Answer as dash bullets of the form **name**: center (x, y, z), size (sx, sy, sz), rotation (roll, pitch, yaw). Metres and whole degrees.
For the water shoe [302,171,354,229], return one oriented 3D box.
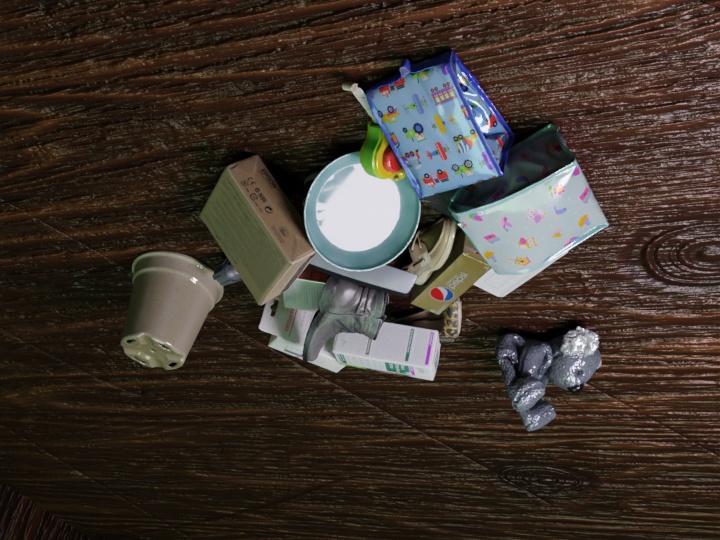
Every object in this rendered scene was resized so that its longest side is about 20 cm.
- **water shoe**: center (-0.020, -0.089, 1.511), size (0.199, 0.080, 0.071), rotation (30, 143, -24)

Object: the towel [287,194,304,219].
- **towel**: center (-0.081, -0.070, 1.581), size (0.199, 0.023, 0.144), rotation (34, 157, -30)

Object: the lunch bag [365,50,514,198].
- **lunch bag**: center (0.108, -0.220, 1.286), size (0.149, 0.095, 0.200), rotation (-13, 129, 37)

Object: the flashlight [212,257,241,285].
- **flashlight**: center (-0.207, -0.018, 1.686), size (0.199, 0.069, 0.068), rotation (-21, 135, 38)

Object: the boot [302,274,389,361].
- **boot**: center (-0.028, 0.108, 1.654), size (0.130, 0.070, 0.201), rotation (20, 121, -3)

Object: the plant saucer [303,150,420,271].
- **plant saucer**: center (0.000, -0.099, 1.446), size (0.198, 0.036, 0.202), rotation (-5, 109, -14)

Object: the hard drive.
- **hard drive**: center (0.000, 0.000, 1.546), size (0.198, 0.043, 0.135), rotation (18, 175, 3)

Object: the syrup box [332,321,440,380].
- **syrup box**: center (0.053, 0.152, 1.725), size (0.198, 0.082, 0.079), rotation (10, 159, 12)

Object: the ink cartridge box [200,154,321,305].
- **ink cartridge box**: center (-0.174, -0.068, 1.506), size (0.201, 0.075, 0.165), rotation (55, 144, 8)

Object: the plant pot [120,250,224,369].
- **plant pot**: center (-0.398, 0.092, 1.804), size (0.198, 0.185, 0.201), rotation (8, 146, 6)

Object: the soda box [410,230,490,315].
- **soda box**: center (0.166, 0.002, 1.591), size (0.063, 0.068, 0.200), rotation (22, 145, -13)

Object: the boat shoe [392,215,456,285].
- **boat shoe**: center (0.112, -0.038, 1.552), size (0.064, 0.073, 0.200), rotation (19, 151, -10)

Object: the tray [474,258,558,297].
- **tray**: center (0.271, -0.006, 1.588), size (0.107, 0.022, 0.200), rotation (26, 144, -17)

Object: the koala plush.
- **koala plush**: center (0.380, 0.183, 1.736), size (0.198, 0.185, 0.178), rotation (-22, 147, 11)

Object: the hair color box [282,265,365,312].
- **hair color box**: center (-0.049, 0.034, 1.714), size (0.198, 0.064, 0.111), rotation (10, 145, 6)

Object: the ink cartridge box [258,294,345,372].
- **ink cartridge box**: center (-0.112, 0.115, 1.801), size (0.198, 0.118, 0.067), rotation (24, 152, -15)

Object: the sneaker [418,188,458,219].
- **sneaker**: center (0.174, -0.105, 1.450), size (0.105, 0.075, 0.200), rotation (11, 157, 35)

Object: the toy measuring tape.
- **toy measuring tape**: center (0.016, -0.197, 1.342), size (0.073, 0.074, 0.200), rotation (-9, 144, 29)

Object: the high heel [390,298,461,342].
- **high heel**: center (0.124, 0.096, 1.735), size (0.141, 0.072, 0.200), rotation (5, 155, 0)

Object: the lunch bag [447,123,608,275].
- **lunch bag**: center (0.249, -0.095, 1.339), size (0.199, 0.123, 0.170), rotation (-30, 133, 14)
